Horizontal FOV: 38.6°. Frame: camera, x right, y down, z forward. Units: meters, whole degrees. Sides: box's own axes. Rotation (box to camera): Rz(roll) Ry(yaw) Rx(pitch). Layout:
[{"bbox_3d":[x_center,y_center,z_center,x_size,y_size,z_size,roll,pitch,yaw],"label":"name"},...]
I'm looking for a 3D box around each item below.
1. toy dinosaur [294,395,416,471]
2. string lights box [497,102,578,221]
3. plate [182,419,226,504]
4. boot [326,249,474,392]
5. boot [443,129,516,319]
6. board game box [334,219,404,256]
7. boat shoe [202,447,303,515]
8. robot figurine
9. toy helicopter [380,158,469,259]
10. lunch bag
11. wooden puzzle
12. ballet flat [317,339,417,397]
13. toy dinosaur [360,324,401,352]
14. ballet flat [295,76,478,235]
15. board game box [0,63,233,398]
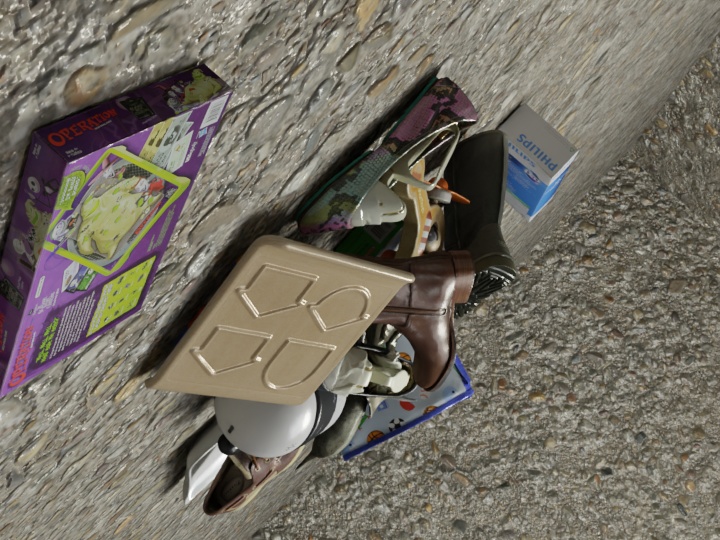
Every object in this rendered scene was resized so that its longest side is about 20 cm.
[{"bbox_3d":[-0.031,0.181,1.290,0.200,0.102,0.077,-49,129,8],"label":"toy dinosaur"},{"bbox_3d":[0.237,-0.150,1.471,0.059,0.103,0.200,-45,170,-10],"label":"string lights box"},{"bbox_3d":[-0.170,0.216,1.390,0.199,0.032,0.200,-41,169,-26],"label":"plate"},{"bbox_3d":[0.001,0.052,1.035,0.199,0.064,0.187,-2,125,-17],"label":"boot"},{"bbox_3d":[0.109,-0.050,1.211,0.182,0.200,0.072,-29,141,31],"label":"boot"},{"bbox_3d":[0.000,0.000,1.236,0.153,0.040,0.200,-47,170,1],"label":"board game box"},{"bbox_3d":[-0.142,0.251,1.361,0.200,0.072,0.072,-48,167,17],"label":"boat shoe"},{"bbox_3d":[-0.090,0.141,1.182,0.200,0.124,0.151,-15,109,-72],"label":"robot figurine"},{"bbox_3d":[0.065,-0.061,1.077,0.132,0.079,0.200,-63,157,-26],"label":"toy helicopter"},{"bbox_3d":[0.037,0.144,1.435,0.200,0.170,0.124,-30,175,10],"label":"lunch bag"},{"bbox_3d":[-0.074,0.044,0.926,0.185,0.046,0.200,15,126,-46],"label":"wooden puzzle"},{"bbox_3d":[-0.002,0.106,1.110,0.073,0.073,0.200,-50,144,16],"label":"ballet flat"},{"bbox_3d":[0.027,0.059,1.265,0.200,0.077,0.103,-6,122,-60],"label":"toy dinosaur"},{"bbox_3d":[0.032,-0.090,0.930,0.200,0.071,0.069,-45,171,-10],"label":"ballet flat"},{"bbox_3d":[-0.148,-0.019,0.578,0.120,0.032,0.200,-43,169,-47],"label":"board game box"}]
